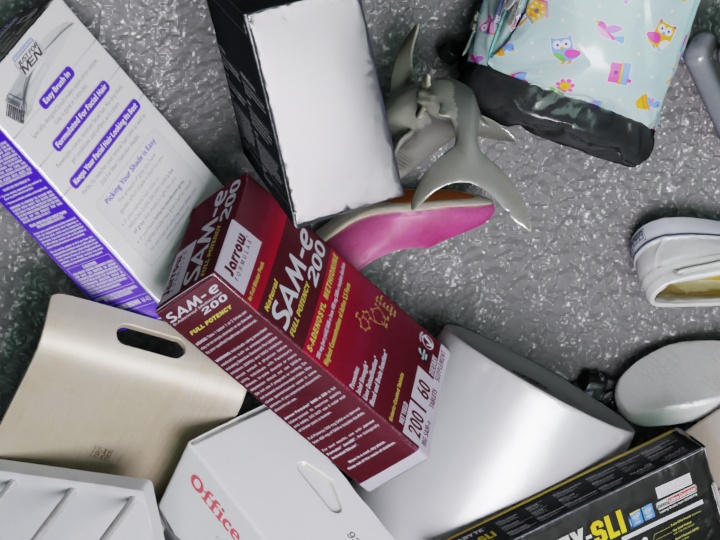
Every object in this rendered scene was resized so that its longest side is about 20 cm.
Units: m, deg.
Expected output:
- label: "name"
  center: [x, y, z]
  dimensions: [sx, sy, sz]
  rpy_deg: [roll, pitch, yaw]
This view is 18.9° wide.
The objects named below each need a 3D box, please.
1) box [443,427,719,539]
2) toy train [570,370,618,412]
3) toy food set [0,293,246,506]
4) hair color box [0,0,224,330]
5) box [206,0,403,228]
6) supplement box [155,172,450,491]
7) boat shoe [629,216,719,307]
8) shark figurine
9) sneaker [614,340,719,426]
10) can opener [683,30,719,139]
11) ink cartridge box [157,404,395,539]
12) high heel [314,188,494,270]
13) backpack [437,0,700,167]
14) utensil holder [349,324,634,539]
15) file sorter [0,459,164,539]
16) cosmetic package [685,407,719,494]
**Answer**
- label: "box"
  center: [0.160, 0.220, 1.474]
  dimensions: [0.200, 0.049, 0.160]
  rpy_deg: [-25, 111, -12]
- label: "toy train"
  center: [0.140, 0.167, 1.629]
  dimensions: [0.046, 0.034, 0.200]
  rpy_deg: [21, 99, -15]
- label: "toy food set"
  center: [-0.177, 0.103, 1.486]
  dimensions: [0.143, 0.060, 0.200]
  rpy_deg: [17, 131, -17]
- label: "hair color box"
  center: [-0.181, -0.070, 1.440]
  dimensions: [0.200, 0.065, 0.109]
  rpy_deg: [51, 49, -22]
- label: "box"
  center: [-0.042, -0.127, 1.409]
  dimensions: [0.079, 0.200, 0.141]
  rpy_deg: [-18, 110, -7]
- label: "supplement box"
  center: [-0.034, 0.041, 1.433]
  dimensions: [0.200, 0.109, 0.061]
  rpy_deg: [41, 127, -22]
- label: "boat shoe"
  center: [0.301, 0.010, 1.583]
  dimensions: [0.202, 0.086, 0.075]
  rpy_deg: [4, 142, -13]
- label: "shark figurine"
  center: [0.067, -0.090, 1.417]
  dimensions: [0.089, 0.214, 0.128]
  rpy_deg: [20, 88, -19]
- label: "sneaker"
  center: [0.284, 0.096, 1.622]
  dimensions: [0.200, 0.075, 0.089]
  rpy_deg: [-14, 128, -17]
- label: "can opener"
  center: [0.287, -0.104, 1.558]
  dimensions: [0.200, 0.053, 0.067]
  rpy_deg: [51, 49, -43]
- label: "ink cartridge box"
  center: [-0.074, 0.211, 1.478]
  dimensions: [0.084, 0.145, 0.200]
  rpy_deg: [-23, 153, -38]
- label: "high heel"
  center: [0.000, 0.000, 1.526]
  dimensions: [0.200, 0.067, 0.096]
  rpy_deg: [-11, 104, -8]
- label: "backpack"
  center: [0.164, -0.183, 1.485]
  dimensions: [0.167, 0.127, 0.200]
  rpy_deg: [18, 98, -15]
- label: "utensil holder"
  center: [0.079, 0.161, 1.545]
  dimensions: [0.170, 0.170, 0.200]
  rpy_deg: [27, 95, -19]
- label: "file sorter"
  center: [-0.241, 0.219, 1.440]
  dimensions: [0.200, 0.125, 0.139]
  rpy_deg: [5, 124, 21]
- label: "cosmetic package"
  center: [0.264, 0.172, 1.578]
  dimensions: [0.200, 0.103, 0.087]
  rpy_deg: [-39, 146, 22]
